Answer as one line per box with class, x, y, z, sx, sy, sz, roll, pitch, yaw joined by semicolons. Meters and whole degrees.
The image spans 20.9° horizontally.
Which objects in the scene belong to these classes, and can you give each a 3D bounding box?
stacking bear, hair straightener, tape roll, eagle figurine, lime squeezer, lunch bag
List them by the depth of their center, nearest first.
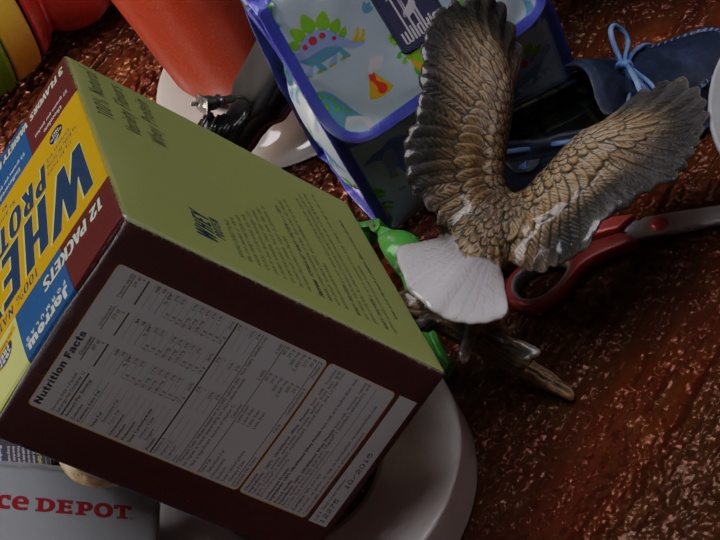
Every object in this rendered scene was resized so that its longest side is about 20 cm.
eagle figurine;0.088;-0.049;1.123;0.151;0.151;0.201;35;101;52
tape roll;-0.031;0.124;1.150;0.202;0.037;0.204;-12;51;16
lunch bag;0.030;-0.148;1.227;0.170;0.200;0.128;-35;47;-6
lime squeezer;0.000;0.000;1.244;0.200;0.038;0.071;26;99;36
hair straightener;-0.093;-0.103;1.294;0.200;0.077;0.041;-50;54;19
stacking bear;-0.280;-0.190;1.470;0.199;0.122;0.114;-30;45;-10

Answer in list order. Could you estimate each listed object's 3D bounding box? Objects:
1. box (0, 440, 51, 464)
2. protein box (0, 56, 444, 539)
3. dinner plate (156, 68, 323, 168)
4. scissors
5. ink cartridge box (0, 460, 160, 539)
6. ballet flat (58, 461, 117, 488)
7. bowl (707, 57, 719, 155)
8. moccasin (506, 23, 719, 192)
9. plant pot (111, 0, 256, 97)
box;-0.268;0.136;1.196;0.157;0.050;0.201;-2;47;-15
protein box;-0.096;0.019;1.053;0.135;0.199;0.199;-54;30;16
dinner plate;-0.058;-0.154;1.392;0.199;0.024;0.201;-12;50;15
scissors;0.170;-0.030;1.194;0.199;0.014;0.073;-23;46;9
ink cartridge box;-0.188;0.213;1.065;0.145;0.083;0.201;7;58;-12
ballet flat;-0.135;0.093;1.120;0.066;0.200;0.057;35;102;-1
bowl;0.307;-0.082;1.120;0.200;0.090;0.202;-13;50;16
moccasin;0.151;-0.099;1.216;0.199;0.068;0.081;-32;43;-8
plant pot;-0.103;-0.229;1.324;0.200;0.196;0.201;-13;49;15
